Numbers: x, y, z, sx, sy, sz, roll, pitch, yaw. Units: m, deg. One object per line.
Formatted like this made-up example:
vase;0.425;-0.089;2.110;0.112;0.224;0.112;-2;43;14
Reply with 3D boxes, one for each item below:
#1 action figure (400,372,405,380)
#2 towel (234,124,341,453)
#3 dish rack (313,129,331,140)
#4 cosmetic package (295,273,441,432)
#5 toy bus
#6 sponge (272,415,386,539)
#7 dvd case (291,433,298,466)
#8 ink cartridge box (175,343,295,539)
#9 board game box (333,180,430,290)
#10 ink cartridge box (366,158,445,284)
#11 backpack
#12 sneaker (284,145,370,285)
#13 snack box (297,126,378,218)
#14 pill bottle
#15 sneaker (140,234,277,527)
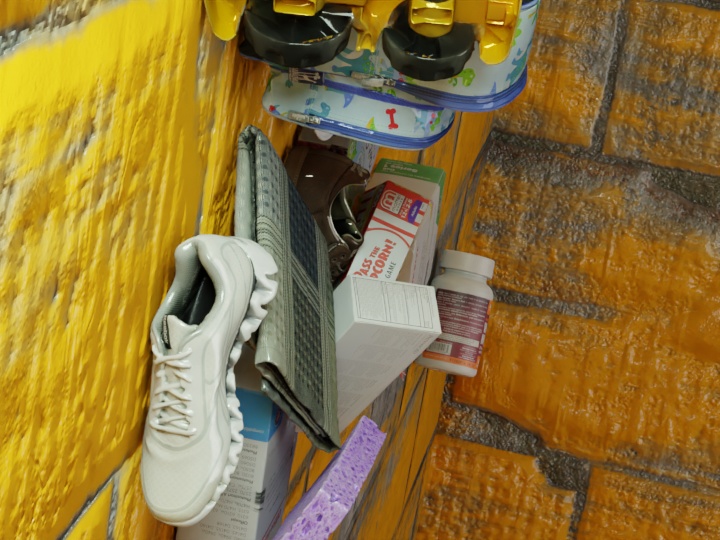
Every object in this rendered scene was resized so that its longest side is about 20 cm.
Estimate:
action figure;0.026;0.064;2.108;0.200;0.065;0.099;-58;142;-67
towel;-0.058;0.021;1.336;0.193;0.034;0.201;61;22;-60
dish rack;0.006;-0.216;1.468;0.200;0.043;0.172;-53;144;-53
cosmetic package;-0.016;0.075;1.496;0.200;0.082;0.051;-48;-140;48
toy bus;0.009;-0.233;1.137;0.192;0.199;0.136;-81;177;-46
sponge;-0.035;0.189;1.374;0.112;0.030;0.200;-52;179;14
dvd case;-0.085;0.179;1.706;0.200;0.016;0.149;-41;143;-77
ink cartridge box;-0.098;0.162;1.401;0.116;0.066;0.201;-59;159;-69
board game box;0.000;0.000;1.645;0.200;0.046;0.152;165;-51;-81
ink cartridge box;0.032;-0.019;1.987;0.200;0.084;0.145;-64;164;-61
backpack;0.027;-0.175;1.276;0.183;0.199;0.147;-58;159;-62
sneaker;-0.038;-0.012;1.535;0.071;0.075;0.201;-67;166;-54
snack box;-0.008;-0.150;1.620;0.142;0.053;0.201;88;17;-57
pill bottle;0.162;0.072;2.957;0.110;0.109;0.201;42;61;-81
sneaker;-0.116;0.070;1.175;0.081;0.075;0.201;24;75;-68
